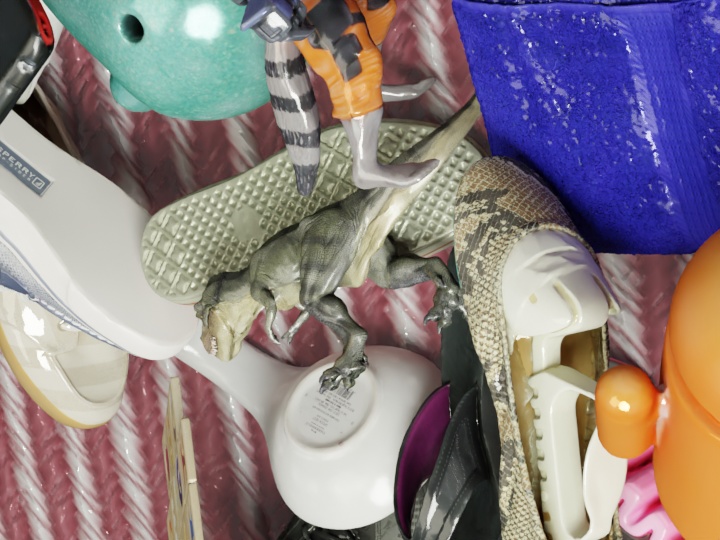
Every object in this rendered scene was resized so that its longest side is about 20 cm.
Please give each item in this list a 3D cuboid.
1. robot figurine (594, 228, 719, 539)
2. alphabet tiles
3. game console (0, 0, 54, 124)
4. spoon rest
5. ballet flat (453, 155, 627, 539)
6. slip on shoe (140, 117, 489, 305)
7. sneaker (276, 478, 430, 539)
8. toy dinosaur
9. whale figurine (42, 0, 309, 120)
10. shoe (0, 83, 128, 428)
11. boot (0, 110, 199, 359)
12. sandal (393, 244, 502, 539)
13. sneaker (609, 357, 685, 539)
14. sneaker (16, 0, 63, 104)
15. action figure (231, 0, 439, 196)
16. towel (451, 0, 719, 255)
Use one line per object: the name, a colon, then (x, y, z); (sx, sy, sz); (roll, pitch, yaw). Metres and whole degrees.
robot figurine: (0.177, 0.052, 1.235); (0.143, 0.117, 0.201); (23, 147, 17)
alphabet tiles: (-0.085, 0.164, 1.520); (0.167, 0.006, 0.201); (104, 159, -68)
game console: (-0.233, -0.102, 1.469); (0.200, 0.031, 0.177); (-51, 48, 28)
spoon rest: (-0.031, 0.062, 1.505); (0.200, 0.100, 0.061); (31, 169, 40)
ballet flat: (0.087, 0.048, 1.304); (0.075, 0.067, 0.201); (-4, 94, 65)
slip on shoe: (-0.015, -0.026, 1.457); (0.199, 0.061, 0.075); (-17, 79, 35)
sneaker: (-0.025, 0.158, 1.532); (0.067, 0.090, 0.200); (48, 136, 14)
toy dinosaur: (0.000, 0.000, 1.387); (0.200, 0.047, 0.088); (-37, 66, 22)
whale figurine: (-0.114, -0.143, 1.438); (0.199, 0.104, 0.160); (19, 124, 21)
shoe: (-0.165, -0.011, 1.599); (0.053, 0.070, 0.201); (-5, 104, 54)
boot: (-0.173, -0.016, 1.531); (0.200, 0.073, 0.090); (44, 136, 2)
sandal: (0.041, 0.084, 1.403); (0.075, 0.048, 0.202); (165, 107, -66)
sneaker: (0.138, 0.138, 1.382); (0.200, 0.079, 0.096); (55, 144, 20)
sneaker: (-0.235, -0.130, 1.575); (0.199, 0.078, 0.100); (11, 78, 43)
action figure: (-0.038, -0.119, 1.314); (0.104, 0.200, 0.194); (-24, 112, 25)
towel: (0.128, -0.073, 1.294); (0.199, 0.049, 0.149); (2, 111, 44)
